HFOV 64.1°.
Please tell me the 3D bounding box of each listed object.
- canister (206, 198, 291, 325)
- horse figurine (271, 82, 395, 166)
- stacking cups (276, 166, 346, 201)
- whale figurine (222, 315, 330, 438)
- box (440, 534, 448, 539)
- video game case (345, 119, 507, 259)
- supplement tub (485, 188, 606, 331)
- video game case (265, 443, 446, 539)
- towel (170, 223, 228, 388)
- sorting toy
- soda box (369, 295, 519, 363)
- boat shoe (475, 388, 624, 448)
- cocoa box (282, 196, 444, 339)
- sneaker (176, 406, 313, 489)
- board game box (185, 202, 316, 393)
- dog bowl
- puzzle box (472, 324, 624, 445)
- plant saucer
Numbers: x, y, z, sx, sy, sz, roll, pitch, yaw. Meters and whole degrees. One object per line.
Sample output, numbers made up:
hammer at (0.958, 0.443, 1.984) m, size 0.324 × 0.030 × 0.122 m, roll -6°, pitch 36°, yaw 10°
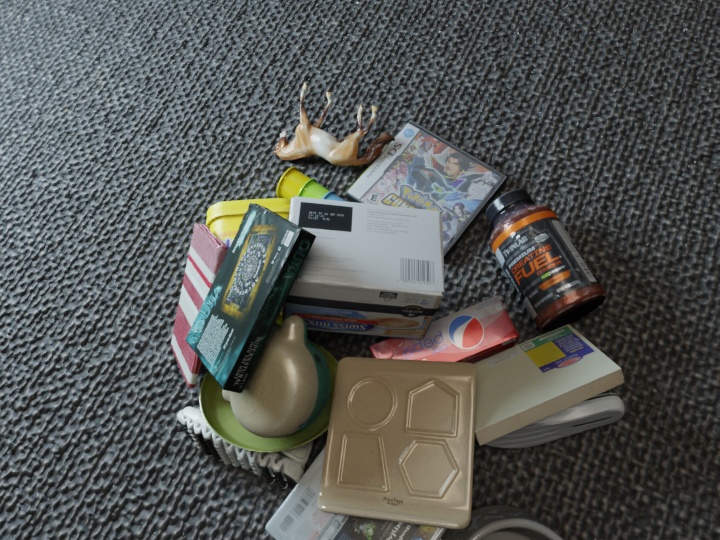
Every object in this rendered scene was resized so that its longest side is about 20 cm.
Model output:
canister at (-0.155, -0.002, 0.869) m, size 0.148 × 0.087 × 0.201 m, roll -5°, pitch 61°, yaw -8°
horse figurine at (-0.047, -0.228, 0.971) m, size 0.199 × 0.050 × 0.133 m, roll 22°, pitch 96°, yaw 10°
stacking cups at (-0.039, -0.099, 0.934) m, size 0.199 × 0.061 × 0.061 m, roll 29°, pitch 72°, yaw 13°
whale figurine at (-0.114, 0.114, 0.738) m, size 0.159 × 0.104 × 0.200 m, roll -48°, pitch 60°, yaw 20°
box at (0.013, 0.342, 0.740) m, size 0.199 × 0.039 × 0.042 m, roll 6°, pitch 66°, yaw 9°
video game case at (0.107, -0.137, 0.949) m, size 0.200 × 0.026 × 0.181 m, roll 35°, pitch 74°, yaw 19°
supplement tub at (0.259, -0.020, 0.839) m, size 0.107 × 0.107 × 0.201 m, roll -23°, pitch 65°, yaw -4°
video game case at (0.009, 0.296, 0.715) m, size 0.182 × 0.023 × 0.200 m, roll 32°, pitch 76°, yaw 26°
towel at (-0.229, 0.044, 0.813) m, size 0.023 × 0.144 × 0.201 m, roll 9°, pitch 103°, yaw -29°
sorting toy at (0.049, 0.206, 0.718) m, size 0.184 × 0.037 × 0.201 m, roll 0°, pitch 60°, yaw 16°
soda box at (0.117, 0.109, 0.819) m, size 0.199 × 0.063 × 0.070 m, roll -22°, pitch 66°, yaw -4°
boat shoe at (0.246, 0.187, 0.777) m, size 0.199 × 0.072 × 0.071 m, roll -10°, pitch 46°, yaw 0°
cocoa box at (0.000, 0.000, 0.766) m, size 0.199 × 0.131 × 0.134 m, roll 5°, pitch 57°, yaw -4°
sneaker at (-0.159, 0.229, 0.799) m, size 0.199 × 0.075 × 0.081 m, roll 19°, pitch 53°, yaw 13°
board game box at (-0.137, 0.026, 0.692) m, size 0.135 × 0.028 × 0.201 m, roll 31°, pitch 95°, yaw 50°
dog bowl at (0.178, 0.384, 0.673) m, size 0.199 × 0.059 × 0.201 m, roll 2°, pitch 70°, yaw -6°
puzzle box at (0.222, 0.145, 0.763) m, size 0.199 × 0.026 × 0.133 m, roll -22°, pitch 21°, yaw -1°
plant saucer at (-0.119, 0.172, 0.797) m, size 0.199 × 0.031 × 0.200 m, roll 2°, pitch 40°, yaw -1°
